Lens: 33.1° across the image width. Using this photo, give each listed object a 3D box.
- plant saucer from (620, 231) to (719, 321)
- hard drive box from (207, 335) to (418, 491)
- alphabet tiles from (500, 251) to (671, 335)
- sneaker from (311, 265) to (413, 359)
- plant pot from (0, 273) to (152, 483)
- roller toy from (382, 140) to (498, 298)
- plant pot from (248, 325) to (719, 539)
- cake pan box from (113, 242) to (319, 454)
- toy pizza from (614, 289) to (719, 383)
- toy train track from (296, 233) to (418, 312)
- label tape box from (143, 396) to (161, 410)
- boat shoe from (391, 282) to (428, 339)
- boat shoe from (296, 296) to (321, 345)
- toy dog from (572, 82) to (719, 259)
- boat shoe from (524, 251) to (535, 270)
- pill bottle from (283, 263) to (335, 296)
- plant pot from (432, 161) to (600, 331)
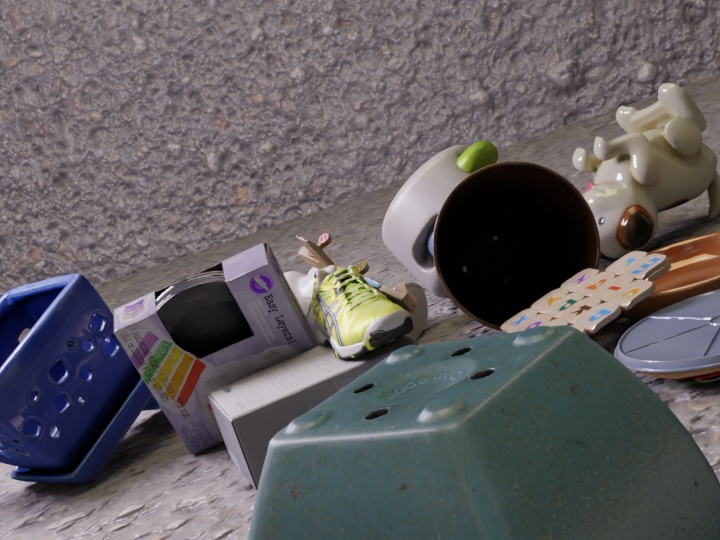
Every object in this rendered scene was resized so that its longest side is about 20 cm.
[{"bbox_3d":[0.345,0.006,1.263,0.198,0.038,0.200,-19,10,3],"label":"plant saucer"},{"bbox_3d":[-0.042,0.132,1.227,0.199,0.077,0.156,-21,9,-12],"label":"hard drive box"},{"bbox_3d":[0.216,0.042,1.223,0.199,0.015,0.196,-33,8,-6],"label":"alphabet tiles"},{"bbox_3d":[-0.011,0.039,1.224,0.075,0.077,0.200,-22,10,-20],"label":"sneaker"},{"bbox_3d":[-0.371,0.141,1.432,0.199,0.180,0.201,-10,40,48],"label":"plant pot"},{"bbox_3d":[0.133,-0.059,1.625,0.182,0.140,0.200,-41,-21,-11],"label":"roller toy"},{"bbox_3d":[0.059,0.141,0.579,0.195,0.202,0.196,-12,11,41],"label":"plant pot"},{"bbox_3d":[-0.145,0.084,1.310,0.183,0.201,0.052,-23,33,1],"label":"cake pan box"},{"bbox_3d":[0.319,0.055,1.051,0.198,0.032,0.200,-18,9,3],"label":"toy pizza"},{"bbox_3d":[0.000,0.000,1.318,0.033,0.115,0.199,-50,37,-12],"label":"toy train track"},{"bbox_3d":[-0.227,0.139,1.592,0.199,0.067,0.143,-5,-4,-45],"label":"label tape box"},{"bbox_3d":[0.018,0.070,1.478,0.061,0.073,0.200,-8,19,35],"label":"boat shoe"},{"bbox_3d":[-0.088,0.057,1.376,0.198,0.073,0.068,9,-1,13],"label":"boat shoe"},{"bbox_3d":[0.353,-0.103,1.546,0.200,0.194,0.139,-48,18,-21],"label":"toy dog"},{"bbox_3d":[0.236,-0.021,1.608,0.072,0.072,0.200,-49,7,22],"label":"boat shoe"},{"bbox_3d":[-0.099,0.070,1.477,0.199,0.105,0.104,-34,3,24],"label":"pill bottle"},{"bbox_3d":[0.164,-0.018,1.422,0.185,0.188,0.200,-21,-3,-5],"label":"plant pot"}]
